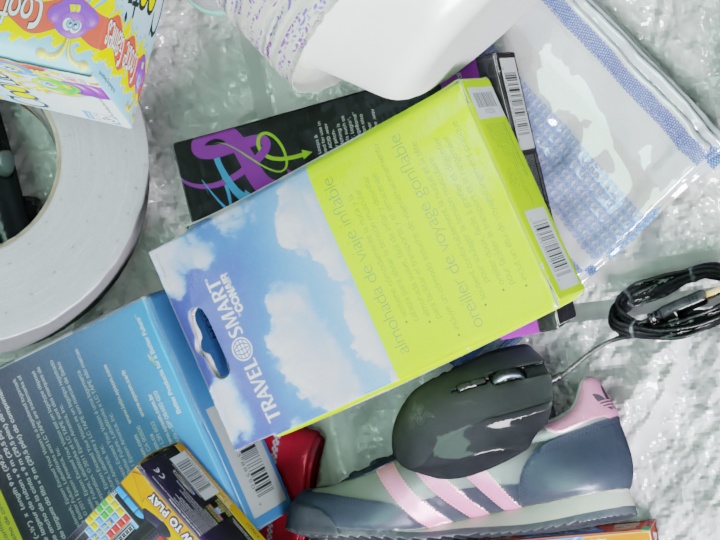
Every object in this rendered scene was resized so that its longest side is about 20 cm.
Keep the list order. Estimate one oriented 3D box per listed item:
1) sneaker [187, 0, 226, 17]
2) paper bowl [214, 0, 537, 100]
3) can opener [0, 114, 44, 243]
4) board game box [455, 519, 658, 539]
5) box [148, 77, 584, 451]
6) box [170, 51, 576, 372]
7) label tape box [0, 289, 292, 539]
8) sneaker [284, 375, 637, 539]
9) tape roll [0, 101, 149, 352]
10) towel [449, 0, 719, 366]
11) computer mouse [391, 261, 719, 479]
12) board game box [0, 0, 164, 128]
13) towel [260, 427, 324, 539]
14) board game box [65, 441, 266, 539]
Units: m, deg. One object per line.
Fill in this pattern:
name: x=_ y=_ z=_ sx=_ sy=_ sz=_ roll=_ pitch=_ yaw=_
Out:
sneaker: x=-0.044 y=-0.205 z=0.900 sx=0.078 sy=0.140 sz=0.200 roll=46 pitch=112 yaw=7
paper bowl: x=0.034 y=-0.160 z=0.848 sx=0.201 sy=0.201 sz=0.104 roll=-44 pitch=84 yaw=22
can opener: x=-0.231 y=-0.083 z=1.042 sx=0.063 sy=0.078 sz=0.201 roll=-13 pitch=87 yaw=30
board game box: x=0.075 y=0.198 z=1.004 sx=0.199 sy=0.019 sz=0.104 roll=-8 pitch=99 yaw=22
box: x=0.000 y=0.000 z=0.916 sx=0.199 sy=0.048 sz=0.123 roll=-26 pitch=85 yaw=26
box: x=0.004 y=-0.022 z=0.958 sx=0.199 sy=0.036 sz=0.144 roll=-12 pitch=92 yaw=25
label tape box: x=-0.157 y=0.112 z=1.031 sx=0.199 sy=0.066 sz=0.144 roll=-25 pitch=88 yaw=25
sneaker: x=0.051 y=0.105 z=0.978 sx=0.199 sy=0.070 sz=0.083 roll=-8 pitch=80 yaw=20
tape roll: x=-0.215 y=-0.056 z=0.986 sx=0.199 sy=0.066 sz=0.202 roll=1 pitch=82 yaw=-7
towel: x=0.078 y=-0.052 z=0.950 sx=0.200 sy=0.024 sz=0.147 roll=-44 pitch=83 yaw=23
computer mouse: x=0.102 y=0.046 z=0.925 sx=0.199 sy=0.059 sz=0.034 roll=-30 pitch=132 yaw=6
board game box: x=-0.147 y=-0.190 z=0.917 sx=0.102 sy=0.105 sz=0.201 roll=13 pitch=82 yaw=6
towel: x=-0.120 y=0.140 z=1.065 sx=0.199 sy=0.022 sz=0.146 roll=13 pitch=104 yaw=18
board game box: x=-0.093 y=0.221 z=0.959 sx=0.200 sy=0.057 sz=0.165 roll=47 pitch=111 yaw=8
